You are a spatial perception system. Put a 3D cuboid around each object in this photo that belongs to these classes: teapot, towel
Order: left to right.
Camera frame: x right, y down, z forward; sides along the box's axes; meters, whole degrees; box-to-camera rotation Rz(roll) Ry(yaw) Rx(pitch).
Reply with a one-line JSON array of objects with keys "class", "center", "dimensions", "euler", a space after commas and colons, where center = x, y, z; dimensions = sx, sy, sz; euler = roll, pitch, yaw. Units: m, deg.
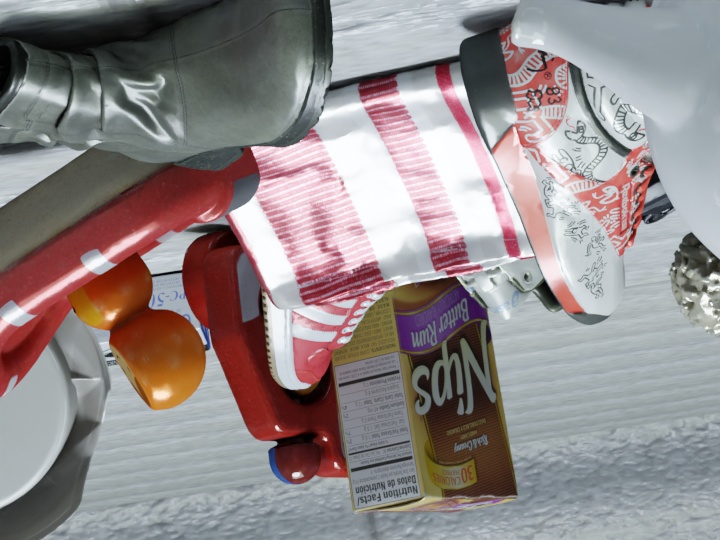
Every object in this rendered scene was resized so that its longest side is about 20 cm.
[{"class": "towel", "center": [0.022, -0.045, 1.509], "dimensions": [0.199, 0.023, 0.144], "euler": [-11, 135, 16]}, {"class": "teapot", "center": [0.195, -0.090, 1.248], "dimensions": [0.146, 0.197, 0.200], "euler": [34, 163, 47]}]

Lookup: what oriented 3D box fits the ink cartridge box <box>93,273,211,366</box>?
[{"class": "ink cartridge box", "center": [-0.208, 0.044, 1.988], "dimensions": [0.199, 0.044, 0.094], "euler": [-8, 169, 0]}]

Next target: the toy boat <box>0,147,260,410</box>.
[{"class": "toy boat", "center": [-0.127, 0.013, 1.450], "dimensions": [0.200, 0.131, 0.130], "euler": [-32, 180, 19]}]

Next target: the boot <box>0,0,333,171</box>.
[{"class": "boot", "center": [-0.099, -0.085, 1.271], "dimensions": [0.130, 0.068, 0.200], "euler": [2, 166, -24]}]

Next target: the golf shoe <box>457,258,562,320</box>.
[{"class": "golf shoe", "center": [0.077, -0.021, 1.706], "dimensions": [0.078, 0.098, 0.199], "euler": [-14, 168, 40]}]

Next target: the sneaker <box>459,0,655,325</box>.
[{"class": "sneaker", "center": [0.131, -0.053, 1.429], "dimensions": [0.107, 0.067, 0.202], "euler": [-15, 134, 14]}]

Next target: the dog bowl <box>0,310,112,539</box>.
[{"class": "dog bowl", "center": [-0.247, 0.075, 1.723], "dimensions": [0.199, 0.201, 0.059], "euler": [-8, -164, -1]}]

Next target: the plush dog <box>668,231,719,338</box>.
[{"class": "plush dog", "center": [0.290, -0.031, 1.643], "dimensions": [0.200, 0.160, 0.172], "euler": [-34, 145, -15]}]

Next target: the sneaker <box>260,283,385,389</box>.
[{"class": "sneaker", "center": [0.000, 0.000, 1.627], "dimensions": [0.112, 0.072, 0.200], "euler": [-2, 143, 1]}]

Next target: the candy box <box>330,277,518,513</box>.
[{"class": "candy box", "center": [0.032, 0.046, 1.739], "dimensions": [0.056, 0.201, 0.116], "euler": [-13, 170, 31]}]

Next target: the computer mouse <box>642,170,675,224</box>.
[{"class": "computer mouse", "center": [0.178, -0.067, 1.654], "dimensions": [0.138, 0.053, 0.200], "euler": [-25, 175, 11]}]

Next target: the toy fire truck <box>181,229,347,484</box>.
[{"class": "toy fire truck", "center": [-0.024, 0.051, 1.818], "dimensions": [0.112, 0.169, 0.200], "euler": [-15, 169, 32]}]
